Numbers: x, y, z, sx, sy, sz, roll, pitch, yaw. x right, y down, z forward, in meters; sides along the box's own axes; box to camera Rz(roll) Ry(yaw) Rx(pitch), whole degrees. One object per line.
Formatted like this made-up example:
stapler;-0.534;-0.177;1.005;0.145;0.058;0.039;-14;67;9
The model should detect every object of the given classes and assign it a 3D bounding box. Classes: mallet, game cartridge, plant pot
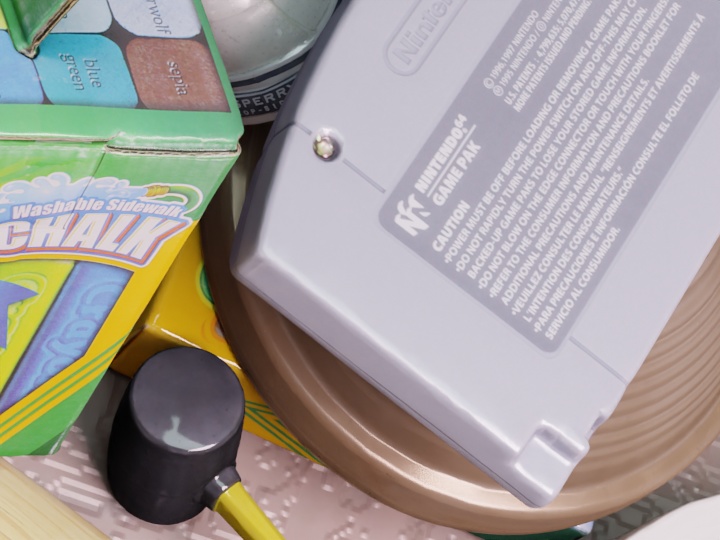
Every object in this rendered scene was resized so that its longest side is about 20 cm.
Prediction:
mallet;-0.008;0.104;0.894;0.041;0.066;0.200;-35;67;-26
game cartridge;0.051;-0.045;0.856;0.133;0.040;0.200;40;62;-9
plant pot;0.056;-0.023;0.922;0.200;0.093;0.202;8;69;-21

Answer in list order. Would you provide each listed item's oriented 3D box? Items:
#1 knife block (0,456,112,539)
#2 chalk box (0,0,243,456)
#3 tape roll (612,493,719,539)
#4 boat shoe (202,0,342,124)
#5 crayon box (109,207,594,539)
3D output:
knife block;-0.135;0.078;0.884;0.199;0.064;0.177;-6;76;-23
chalk box;-0.120;-0.050;0.801;0.123;0.200;0.125;0;53;-30
tape roll;0.134;0.178;0.957;0.201;0.071;0.204;7;70;-20
boat shoe;-0.043;-0.138;0.939;0.203;0.074;0.086;-88;155;-51
crayon box;0.000;0.000;0.972;0.199;0.052;0.126;25;65;-12
